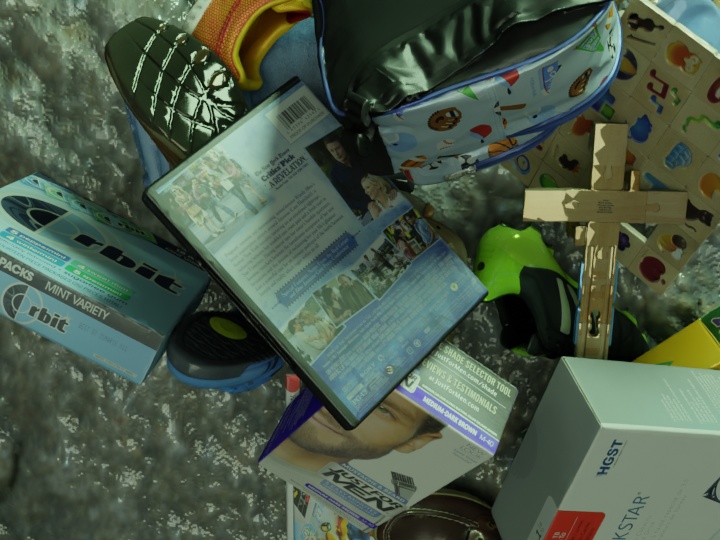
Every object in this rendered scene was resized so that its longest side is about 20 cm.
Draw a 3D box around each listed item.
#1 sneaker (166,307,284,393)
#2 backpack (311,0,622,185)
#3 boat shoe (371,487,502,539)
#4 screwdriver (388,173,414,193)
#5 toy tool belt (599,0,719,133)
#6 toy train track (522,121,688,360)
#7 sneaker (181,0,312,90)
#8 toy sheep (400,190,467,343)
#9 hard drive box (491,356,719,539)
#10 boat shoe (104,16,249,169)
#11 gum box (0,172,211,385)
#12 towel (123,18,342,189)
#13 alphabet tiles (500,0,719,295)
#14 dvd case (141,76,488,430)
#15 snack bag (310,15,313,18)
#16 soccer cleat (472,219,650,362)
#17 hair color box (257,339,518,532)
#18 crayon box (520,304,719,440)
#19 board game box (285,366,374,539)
[{"bbox_3d":[-0.097,0.070,0.827,0.066,0.200,0.079,31,104,8],"label":"sneaker"},{"bbox_3d":[0.073,-0.157,0.711,0.190,0.154,0.201,-18,62,15],"label":"backpack"},{"bbox_3d":[0.105,0.238,0.902,0.199,0.072,0.072,25,96,-17],"label":"boat shoe"},{"bbox_3d":[-0.053,-0.053,0.883,0.199,0.028,0.029,-14,75,8],"label":"screwdriver"},{"bbox_3d":[0.227,-0.152,0.790,0.125,0.123,0.200,-36,99,11],"label":"toy tool belt"},{"bbox_3d":[0.169,-0.007,0.787,0.114,0.033,0.201,1,105,-1],"label":"toy train track"},{"bbox_3d":[-0.051,-0.220,0.779,0.077,0.073,0.201,30,99,19],"label":"sneaker"},{"bbox_3d":[0.000,0.000,0.834,0.199,0.138,0.138,-13,107,44],"label":"toy sheep"},{"bbox_3d":[0.219,0.152,0.806,0.199,0.077,0.157,6,123,-18],"label":"hard drive box"},{"bbox_3d":[-0.106,-0.083,0.763,0.076,0.074,0.200,-40,88,-30],"label":"boat shoe"},{"bbox_3d":[-0.206,-0.002,0.814,0.169,0.200,0.045,28,104,-4],"label":"gum box"},{"bbox_3d":[-0.079,-0.124,0.837,0.199,0.049,0.112,-11,95,12],"label":"towel"},{"bbox_3d":[0.192,-0.092,0.776,0.167,0.008,0.200,42,145,15],"label":"alphabet tiles"},{"bbox_3d":[-0.026,-0.015,0.716,0.200,0.018,0.143,48,62,0],"label":"dvd case"},{"bbox_3d":[-0.018,-0.208,0.843,0.188,0.021,0.200,38,103,-7],"label":"snack bag"},{"bbox_3d":[0.152,0.040,0.844,0.200,0.067,0.081,37,71,-32],"label":"soccer cleat"},{"bbox_3d":[0.014,0.117,0.811,0.109,0.065,0.200,34,141,-7],"label":"hair color box"},{"bbox_3d":[0.245,0.124,0.872,0.200,0.052,0.126,-36,127,11],"label":"crayon box"},{"bbox_3d":[0.000,0.178,0.933,0.125,0.035,0.201,1,104,2],"label":"board game box"}]
